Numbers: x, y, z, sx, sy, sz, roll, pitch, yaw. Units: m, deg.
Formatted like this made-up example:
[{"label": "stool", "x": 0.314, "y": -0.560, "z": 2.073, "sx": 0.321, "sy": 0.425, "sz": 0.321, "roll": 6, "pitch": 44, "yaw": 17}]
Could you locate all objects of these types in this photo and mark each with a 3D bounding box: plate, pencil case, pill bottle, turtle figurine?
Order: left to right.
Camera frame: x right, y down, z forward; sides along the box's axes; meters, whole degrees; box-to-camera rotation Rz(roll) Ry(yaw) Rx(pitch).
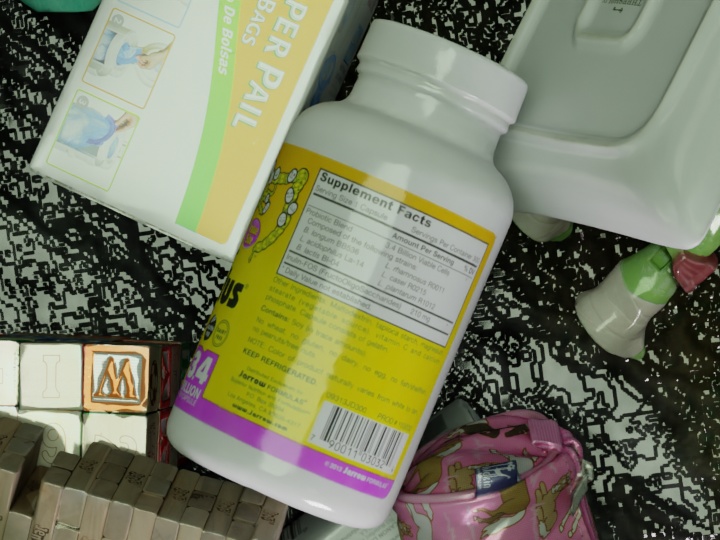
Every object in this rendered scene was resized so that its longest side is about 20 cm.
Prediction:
[{"label": "pill bottle", "x": 0.000, "y": 0.000, "z": 1.054, "sx": 0.104, "sy": 0.104, "sz": 0.201, "roll": 23, "pitch": 88, "yaw": 5}, {"label": "pencil case", "x": 0.080, "y": 0.165, "z": 1.092, "sx": 0.083, "sy": 0.086, "sz": 0.201, "roll": -28, "pitch": 106, "yaw": -32}, {"label": "plate", "x": 0.123, "y": -0.114, "z": 1.059, "sx": 0.032, "sy": 0.199, "sz": 0.201, "roll": 29, "pitch": 84, "yaw": -25}, {"label": "turtle figurine", "x": 0.173, "y": -0.060, "z": 1.122, "sx": 0.194, "sy": 0.200, "sz": 0.144, "roll": -38, "pitch": 110, "yaw": 24}]

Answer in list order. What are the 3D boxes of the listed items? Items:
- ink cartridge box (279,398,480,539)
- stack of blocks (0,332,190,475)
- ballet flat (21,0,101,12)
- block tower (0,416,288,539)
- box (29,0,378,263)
[{"label": "ink cartridge box", "x": 0.044, "y": 0.186, "z": 1.158, "sx": 0.162, "sy": 0.057, "sz": 0.200, "roll": -37, "pitch": 107, "yaw": 4}, {"label": "stack of blocks", "x": -0.184, "y": 0.058, "z": 1.133, "sx": 0.198, "sy": 0.115, "sz": 0.059, "roll": 2, "pitch": 90, "yaw": 6}, {"label": "ballet flat", "x": -0.177, "y": -0.210, "z": 1.154, "sx": 0.067, "sy": 0.070, "sz": 0.201, "roll": -24, "pitch": 88, "yaw": 4}, {"label": "block tower", "x": -0.134, "y": 0.102, "z": 1.047, "sx": 0.199, "sy": 0.054, "sz": 0.058, "roll": 15, "pitch": 109, "yaw": 1}, {"label": "box", "x": -0.055, "y": -0.114, "z": 1.123, "sx": 0.101, "sy": 0.112, "sz": 0.201, "roll": 24, "pitch": 91, "yaw": 4}]
